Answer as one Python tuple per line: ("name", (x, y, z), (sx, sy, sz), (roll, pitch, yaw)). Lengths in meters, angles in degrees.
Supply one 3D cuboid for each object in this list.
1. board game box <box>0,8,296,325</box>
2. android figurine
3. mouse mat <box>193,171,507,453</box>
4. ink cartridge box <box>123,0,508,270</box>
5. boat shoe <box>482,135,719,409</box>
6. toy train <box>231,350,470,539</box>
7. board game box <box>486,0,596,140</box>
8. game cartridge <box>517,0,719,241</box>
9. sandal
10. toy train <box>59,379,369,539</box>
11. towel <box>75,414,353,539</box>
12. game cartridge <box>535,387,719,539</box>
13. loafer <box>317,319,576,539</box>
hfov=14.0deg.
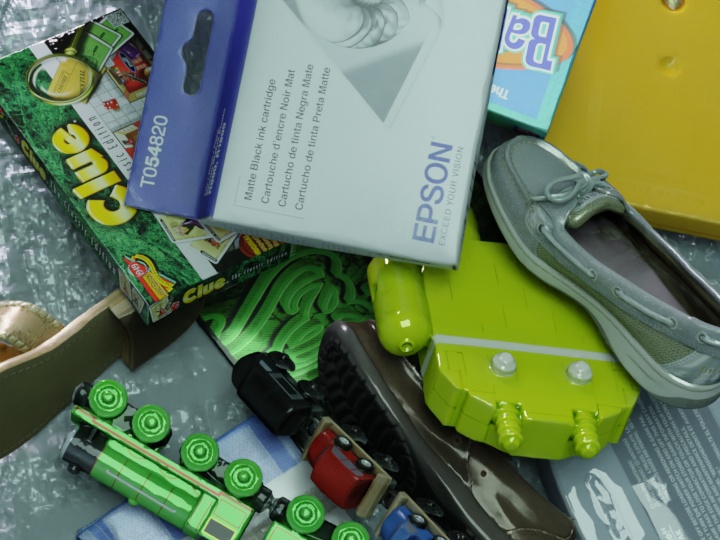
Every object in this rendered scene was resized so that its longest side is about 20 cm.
("board game box", (-0.134, -0.064, 1.730), (0.105, 0.023, 0.200), (-27, 62, -23))
("android figurine", (0.094, 0.035, 1.697), (0.181, 0.041, 0.200), (8, 40, -13))
("mouse mat", (0.000, 0.000, 1.768), (0.200, 0.008, 0.161), (-36, 79, -17))
("ink cartridge box", (-0.023, -0.114, 1.683), (0.199, 0.041, 0.200), (10, 84, 4))
("boat shoe", (0.146, -0.011, 1.683), (0.074, 0.065, 0.202), (-14, 54, -36))
("toy train", (-0.006, 0.113, 1.668), (0.200, 0.046, 0.034), (44, 114, 28))
("board game box", (0.073, -0.196, 1.734), (0.152, 0.045, 0.201), (20, 85, 1))
("game cartridge", (0.186, -0.119, 1.811), (0.176, 0.032, 0.201), (11, 66, -9))
("sandal", (-0.194, 0.045, 1.699), (0.211, 0.078, 0.070), (-31, 58, -23))
("toy train", (-0.084, 0.130, 1.671), (0.200, 0.042, 0.057), (30, 76, 3))
("towel", (-0.053, 0.192, 1.682), (0.147, 0.024, 0.200), (-32, 78, -18))
("game cartridge", (0.181, 0.128, 1.734), (0.133, 0.040, 0.201), (-21, 75, -19))
("loafer", (0.051, 0.106, 1.708), (0.071, 0.073, 0.200), (-36, 87, -28))
